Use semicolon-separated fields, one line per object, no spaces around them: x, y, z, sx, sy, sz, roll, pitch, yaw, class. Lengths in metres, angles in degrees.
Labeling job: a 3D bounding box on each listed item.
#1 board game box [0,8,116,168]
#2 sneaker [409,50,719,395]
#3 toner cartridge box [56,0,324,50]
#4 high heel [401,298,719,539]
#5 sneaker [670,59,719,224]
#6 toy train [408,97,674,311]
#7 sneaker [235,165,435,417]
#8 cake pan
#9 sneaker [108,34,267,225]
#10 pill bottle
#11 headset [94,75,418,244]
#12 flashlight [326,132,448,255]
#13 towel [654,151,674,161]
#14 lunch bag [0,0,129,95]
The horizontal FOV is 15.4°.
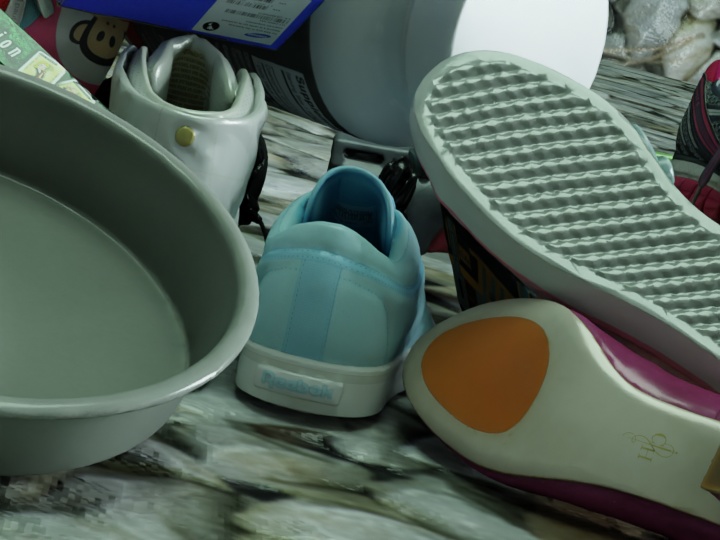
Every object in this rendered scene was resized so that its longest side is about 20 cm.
-0.173;-0.081;0.971;0.200;0.105;0.023;43;47;15;board game box
0.092;0.011;0.983;0.200;0.105;0.075;38;61;13;sneaker
-0.073;-0.186;1.024;0.095;0.200;0.043;10;-32;-30;toner cartridge box
0.105;0.064;0.924;0.200;0.067;0.096;9;-22;43;high heel
0.196;-0.046;1.154;0.080;0.075;0.200;9;7;-30;sneaker
0.080;-0.012;1.119;0.085;0.114;0.200;-14;18;-9;toy train
0.000;0.000;1.026;0.074;0.082;0.200;15;10;0;sneaker
-0.131;-0.005;0.821;0.200;0.037;0.200;17;30;-10;cake pan
-0.066;-0.033;1.023;0.074;0.116;0.200;11;8;-6;sneaker
-0.004;-0.116;1.086;0.200;0.116;0.116;22;12;41;pill bottle
-0.074;-0.059;1.169;0.200;0.094;0.123;36;3;18;headset
0.079;-0.009;1.265;0.200;0.068;0.068;9;-27;-3;flashlight
0.153;-0.022;1.350;0.149;0.031;0.200;10;-11;-5;towel
-0.150;-0.128;1.080;0.082;0.176;0.200;25;37;-31;lunch bag
